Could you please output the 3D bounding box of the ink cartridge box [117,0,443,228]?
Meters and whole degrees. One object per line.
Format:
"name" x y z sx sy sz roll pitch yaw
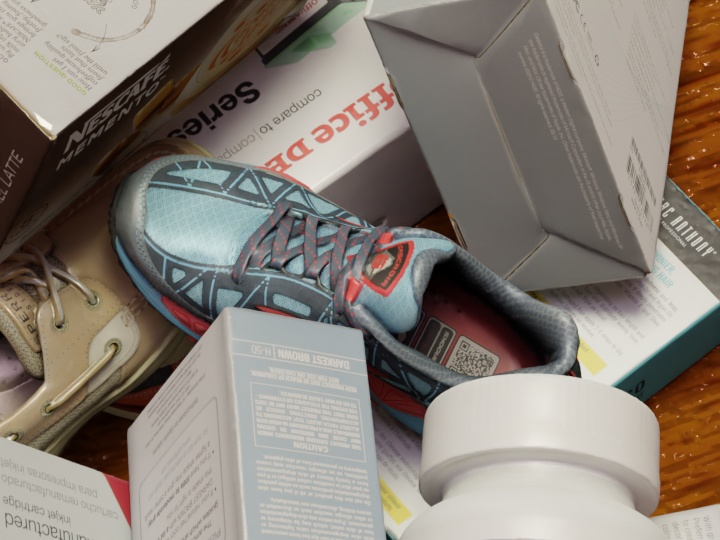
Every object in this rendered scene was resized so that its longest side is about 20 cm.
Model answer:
"ink cartridge box" -0.065 -0.089 1.023 0.145 0.084 0.200 -36 67 -14

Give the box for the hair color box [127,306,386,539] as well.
"hair color box" -0.036 0.126 0.809 0.060 0.099 0.200 11 54 -25

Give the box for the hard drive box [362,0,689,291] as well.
"hard drive box" 0.079 -0.115 0.952 0.077 0.156 0.200 -7 41 22

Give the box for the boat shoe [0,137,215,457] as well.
"boat shoe" -0.128 0.024 0.910 0.072 0.065 0.200 37 84 23

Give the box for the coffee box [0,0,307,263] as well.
"coffee box" -0.095 -0.105 0.889 0.080 0.114 0.200 43 56 4

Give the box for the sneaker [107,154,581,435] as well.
"sneaker" 0.000 0.000 0.879 0.200 0.096 0.079 24 67 -10

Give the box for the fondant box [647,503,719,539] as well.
"fondant box" 0.064 0.186 0.886 0.199 0.058 0.145 -11 62 -1

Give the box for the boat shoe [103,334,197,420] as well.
"boat shoe" -0.161 0.018 0.987 0.199 0.063 0.071 12 66 12

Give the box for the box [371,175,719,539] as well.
"box" 0.071 0.040 0.967 0.200 0.049 0.082 -36 67 -14

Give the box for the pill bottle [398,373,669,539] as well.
"pill bottle" 0.062 0.147 0.812 0.109 0.110 0.200 2 63 5

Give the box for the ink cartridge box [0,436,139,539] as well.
"ink cartridge box" -0.114 0.181 0.842 0.083 0.146 0.200 -26 58 27
